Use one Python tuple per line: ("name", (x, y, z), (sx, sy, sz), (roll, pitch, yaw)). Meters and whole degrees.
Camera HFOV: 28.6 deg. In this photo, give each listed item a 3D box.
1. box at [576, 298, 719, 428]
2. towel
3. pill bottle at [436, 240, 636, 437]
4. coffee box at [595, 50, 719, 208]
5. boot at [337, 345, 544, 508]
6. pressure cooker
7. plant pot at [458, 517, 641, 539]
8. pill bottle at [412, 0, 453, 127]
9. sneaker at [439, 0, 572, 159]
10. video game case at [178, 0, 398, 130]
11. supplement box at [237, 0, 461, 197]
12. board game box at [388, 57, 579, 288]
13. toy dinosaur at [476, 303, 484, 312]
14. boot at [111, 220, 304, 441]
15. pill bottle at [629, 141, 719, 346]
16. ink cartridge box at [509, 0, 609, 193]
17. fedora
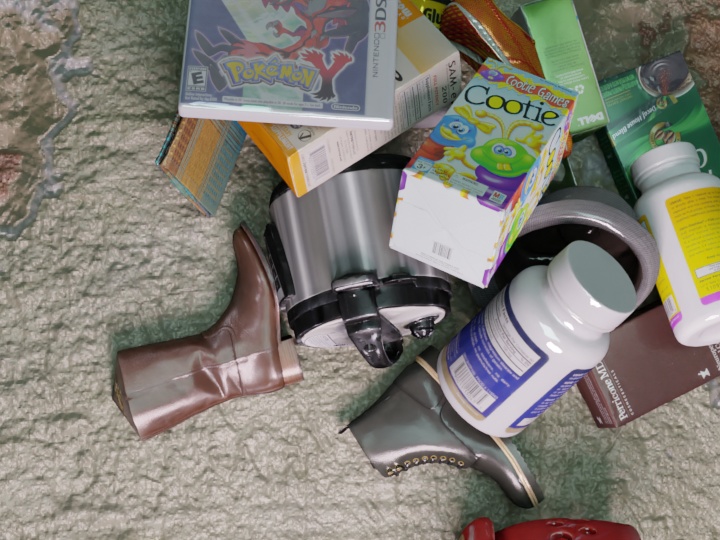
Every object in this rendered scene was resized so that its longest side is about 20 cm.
("box", (0.331, 0.084, 1.534), (0.199, 0.075, 0.101), (-26, 88, -8))
("towel", (-0.152, -0.144, 1.425), (0.022, 0.200, 0.147), (19, 82, 11))
("pill bottle", (0.179, 0.066, 1.417), (0.119, 0.200, 0.120), (26, 38, -23))
("coffee box", (0.338, -0.131, 1.570), (0.122, 0.044, 0.201), (-20, 88, -10))
("boot", (0.086, 0.200, 1.493), (0.138, 0.077, 0.200), (-39, 78, -6))
("pressure cooker", (0.003, -0.001, 1.429), (0.175, 0.178, 0.201), (-1, 73, -38))
("plant pot", (0.181, 0.345, 1.428), (0.181, 0.200, 0.202), (9, 83, 1))
("pill bottle", (0.054, -0.261, 1.506), (0.112, 0.112, 0.201), (8, 84, -7))
("sneaker", (0.165, -0.205, 1.453), (0.077, 0.073, 0.201), (-35, 95, -31))
("video game case", (-0.064, -0.222, 1.326), (0.199, 0.023, 0.183), (3, 67, -2))
("supplement box", (-0.016, -0.181, 1.374), (0.199, 0.074, 0.126), (-33, 62, -12))
("board game box", (0.121, -0.098, 1.356), (0.104, 0.103, 0.200), (23, 47, 14))
("toy dinosaur", (0.131, -0.050, 1.531), (0.088, 0.047, 0.201), (17, 83, -23))
("boot", (-0.177, 0.063, 1.471), (0.199, 0.064, 0.188), (-18, 85, -5))
("pill bottle", (0.348, -0.030, 1.474), (0.104, 0.104, 0.201), (-12, 69, -9))
("ink cartridge box", (0.216, -0.187, 1.528), (0.059, 0.104, 0.201), (-16, 87, -9))
("fedora", (0.215, -0.021, 1.477), (0.177, 0.199, 0.091), (44, 38, -24))
